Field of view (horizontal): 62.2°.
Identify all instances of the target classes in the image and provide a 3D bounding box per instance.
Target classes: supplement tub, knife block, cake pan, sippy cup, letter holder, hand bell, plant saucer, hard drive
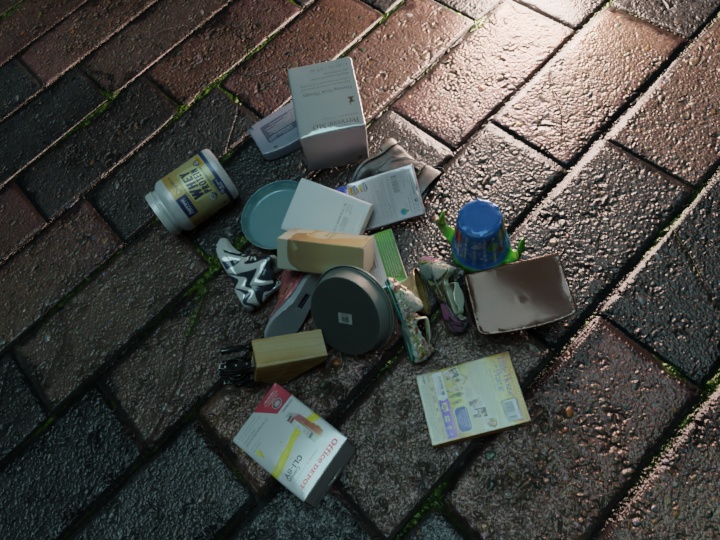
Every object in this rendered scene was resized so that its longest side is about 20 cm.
[{"bbox_3d":[-0.426,-0.194,1.507,0.199,0.145,0.145,-37,61,-8],"label":"supplement tub"},{"bbox_3d":[-0.191,0.177,1.229,0.198,0.175,0.065,-31,58,20],"label":"knife block"},{"bbox_3d":[-0.024,0.090,1.248,0.198,0.203,0.037,22,30,23],"label":"cake pan"},{"bbox_3d":[0.261,-0.082,1.300,0.174,0.131,0.142,-11,61,6],"label":"sippy cup"},{"bbox_3d":[0.325,0.069,1.225,0.196,0.101,0.144,-14,62,5],"label":"letter holder"},{"bbox_3d":[0.045,0.076,1.307,0.197,0.104,0.106,-19,59,17],"label":"hand bell"},{"bbox_3d":[-0.202,-0.135,1.494,0.196,0.028,0.203,-5,61,10],"label":"plant saucer"},{"bbox_3d":[-0.080,-0.124,1.401,0.198,0.027,0.134,23,89,23],"label":"hard drive"}]

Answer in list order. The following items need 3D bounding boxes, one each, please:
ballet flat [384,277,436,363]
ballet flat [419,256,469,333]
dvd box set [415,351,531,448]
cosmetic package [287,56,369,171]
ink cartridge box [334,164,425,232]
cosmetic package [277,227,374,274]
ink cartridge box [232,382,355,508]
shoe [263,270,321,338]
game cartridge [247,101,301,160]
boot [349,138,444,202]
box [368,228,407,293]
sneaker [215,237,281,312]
[{"bbox_3d":[0.105,0.096,1.224,0.063,0.203,0.076,-20,22,-3],"label":"ballet flat"},{"bbox_3d":[0.188,0.037,1.285,0.068,0.072,0.202,-6,57,-24],"label":"ballet flat"},{"bbox_3d":[0.221,0.256,1.187,0.197,0.030,0.148,-16,60,5],"label":"dvd box set"},{"bbox_3d":[-0.078,-0.387,1.494,0.164,0.167,0.203,-12,71,-1],"label":"cosmetic package"},{"bbox_3d":[0.045,-0.163,1.411,0.197,0.042,0.122,-15,87,9],"label":"ink cartridge box"},{"bbox_3d":[-0.075,-0.040,1.308,0.196,0.105,0.072,6,109,13],"label":"cosmetic package"},{"bbox_3d":[-0.130,0.346,1.190,0.198,0.084,0.146,31,73,25],"label":"ink cartridge box"},{"bbox_3d":[-0.159,0.069,1.357,0.201,0.071,0.091,-54,36,0],"label":"shoe"},{"bbox_3d":[-0.195,-0.385,1.619,0.198,0.041,0.134,-32,57,-5],"label":"game cartridge"},{"bbox_3d":[0.086,-0.215,1.450,0.174,0.069,0.200,42,85,19],"label":"boot"},{"bbox_3d":[0.000,0.000,1.372,0.197,0.036,0.146,-19,60,4],"label":"box"},{"bbox_3d":[-0.253,-0.016,1.413,0.128,0.080,0.200,-29,60,-5],"label":"sneaker"}]
